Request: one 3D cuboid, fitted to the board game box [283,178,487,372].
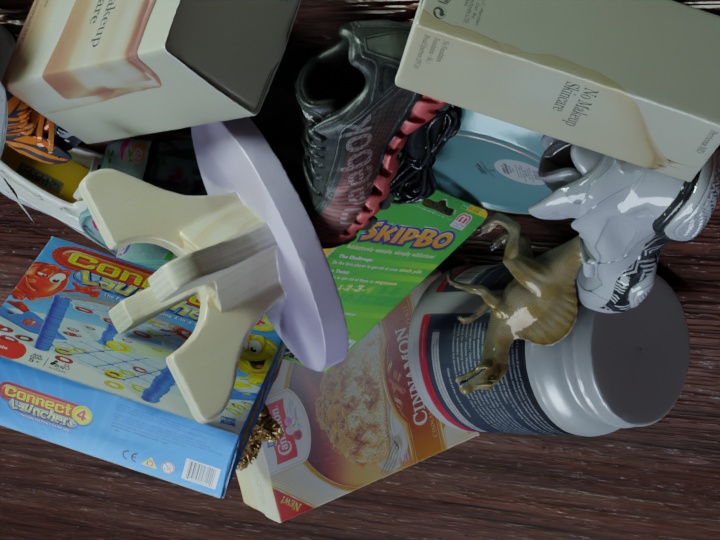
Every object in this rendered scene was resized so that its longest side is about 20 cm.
[{"bbox_3d":[0.000,0.000,1.753,0.095,0.030,0.200,20,129,-41],"label":"board game box"}]

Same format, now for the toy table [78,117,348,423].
[{"bbox_3d":[-0.104,-0.005,1.573,0.200,0.117,0.184,59,159,12],"label":"toy table"}]

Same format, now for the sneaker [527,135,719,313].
[{"bbox_3d":[0.166,-0.042,1.607,0.115,0.075,0.200,19,150,-9],"label":"sneaker"}]

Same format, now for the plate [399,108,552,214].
[{"bbox_3d":[0.092,-0.080,1.670,0.200,0.026,0.200,17,162,6],"label":"plate"}]

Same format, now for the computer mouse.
[{"bbox_3d":[-0.035,-0.108,1.611,0.200,0.053,0.139,24,148,3],"label":"computer mouse"}]

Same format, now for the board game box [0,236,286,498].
[{"bbox_3d":[-0.165,0.066,1.665,0.200,0.056,0.196,18,-154,1],"label":"board game box"}]

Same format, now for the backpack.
[{"bbox_3d":[-0.123,-0.031,1.838,0.200,0.151,0.177,9,162,39],"label":"backpack"}]

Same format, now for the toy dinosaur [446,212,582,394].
[{"bbox_3d":[0.133,0.005,1.755,0.101,0.200,0.058,48,-156,21],"label":"toy dinosaur"}]

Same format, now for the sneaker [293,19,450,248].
[{"bbox_3d":[-0.011,-0.093,1.519,0.098,0.071,0.201,5,137,-29],"label":"sneaker"}]

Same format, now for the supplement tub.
[{"bbox_3d":[0.150,0.063,1.847,0.200,0.141,0.140,-2,154,47],"label":"supplement tub"}]

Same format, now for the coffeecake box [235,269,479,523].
[{"bbox_3d":[-0.016,0.098,1.921,0.200,0.154,0.073,-22,-161,-24],"label":"coffeecake box"}]

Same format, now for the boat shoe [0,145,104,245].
[{"bbox_3d":[-0.221,-0.067,1.944,0.200,0.071,0.070,25,165,1],"label":"boat shoe"}]

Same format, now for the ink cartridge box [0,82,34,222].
[{"bbox_3d":[-0.295,-0.146,1.638,0.163,0.057,0.200,47,176,36],"label":"ink cartridge box"}]

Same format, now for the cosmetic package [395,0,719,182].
[{"bbox_3d":[0.130,-0.131,1.409,0.200,0.073,0.104,19,162,0],"label":"cosmetic package"}]

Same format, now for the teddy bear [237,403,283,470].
[{"bbox_3d":[-0.140,0.102,1.822,0.200,0.067,0.145,36,161,43],"label":"teddy bear"}]

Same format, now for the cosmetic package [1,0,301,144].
[{"bbox_3d":[-0.143,-0.156,1.543,0.087,0.104,0.200,34,155,-34],"label":"cosmetic package"}]

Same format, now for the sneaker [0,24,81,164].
[{"bbox_3d":[-0.257,-0.135,1.782,0.112,0.078,0.200,20,173,-20],"label":"sneaker"}]
